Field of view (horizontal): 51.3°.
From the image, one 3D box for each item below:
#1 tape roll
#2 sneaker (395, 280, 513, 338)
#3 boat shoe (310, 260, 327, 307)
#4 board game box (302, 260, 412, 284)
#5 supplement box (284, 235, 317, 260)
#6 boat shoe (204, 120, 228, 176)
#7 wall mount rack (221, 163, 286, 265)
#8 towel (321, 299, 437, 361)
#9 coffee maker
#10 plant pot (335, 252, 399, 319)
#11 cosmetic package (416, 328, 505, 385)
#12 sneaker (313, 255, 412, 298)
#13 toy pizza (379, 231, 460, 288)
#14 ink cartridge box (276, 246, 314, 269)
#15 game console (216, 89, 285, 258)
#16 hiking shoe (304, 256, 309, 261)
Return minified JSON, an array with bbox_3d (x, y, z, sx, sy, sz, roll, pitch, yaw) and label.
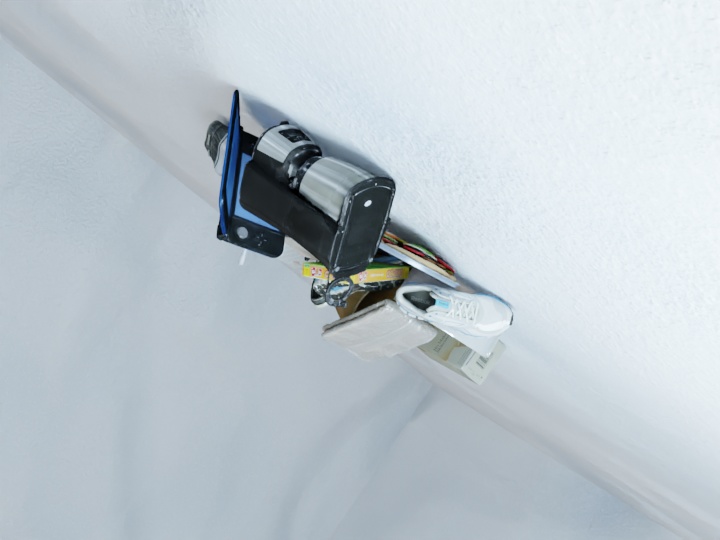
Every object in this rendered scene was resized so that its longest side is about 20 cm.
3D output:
[{"bbox_3d":[0.161,0.076,1.352,0.201,0.071,0.202,32,179,1],"label":"tape roll"},{"bbox_3d":[0.146,0.063,1.209,0.198,0.076,0.087,10,176,14],"label":"sneaker"},{"bbox_3d":[-0.071,-0.017,1.508,0.071,0.202,0.068,-12,140,33],"label":"boat shoe"},{"bbox_3d":[0.000,0.000,1.257,0.095,0.030,0.199,9,-170,34],"label":"board game box"},{"bbox_3d":[-0.060,-0.085,1.239,0.073,0.127,0.200,37,174,-19],"label":"supplement box"},{"bbox_3d":[-0.270,-0.248,1.477,0.071,0.072,0.200,45,162,-2],"label":"boat shoe"},{"bbox_3d":[-0.168,-0.108,1.313,0.074,0.176,0.199,-11,-178,34],"label":"wall mount rack"},{"bbox_3d":[0.030,0.118,1.409,0.132,0.035,0.199,31,141,-30],"label":"towel"},{"bbox_3d":[-0.075,-0.084,1.058,0.199,0.193,0.134,33,-173,32],"label":"coffee maker"},{"bbox_3d":[0.008,0.034,1.566,0.200,0.186,0.186,46,-178,43],"label":"plant pot"},{"bbox_3d":[0.211,0.162,1.635,0.071,0.106,0.200,41,170,-29],"label":"cosmetic package"},{"bbox_3d":[0.003,-0.011,1.412,0.198,0.091,0.079,-9,147,17],"label":"sneaker"},{"bbox_3d":[0.079,-0.029,1.231,0.199,0.032,0.200,28,-178,-1],"label":"toy pizza"},{"bbox_3d":[-0.120,-0.058,1.653,0.161,0.051,0.200,-9,162,27],"label":"ink cartridge box"},{"bbox_3d":[-0.160,-0.146,1.171,0.170,0.202,0.118,20,153,-34],"label":"game console"},{"bbox_3d":[-0.041,-0.054,1.384,0.074,0.088,0.199,-1,-175,-31],"label":"hiking shoe"}]
